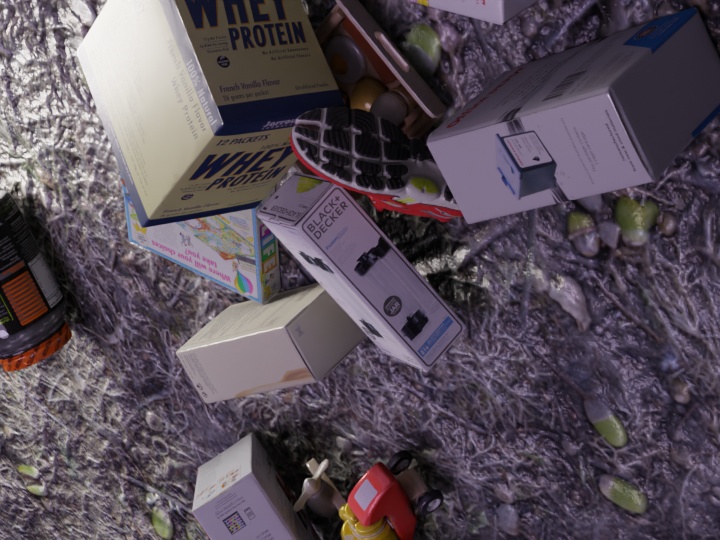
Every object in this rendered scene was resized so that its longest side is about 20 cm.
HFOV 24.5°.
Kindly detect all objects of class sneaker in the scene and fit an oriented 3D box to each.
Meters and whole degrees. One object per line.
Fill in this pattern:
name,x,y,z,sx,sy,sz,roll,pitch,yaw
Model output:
sneaker,0.020,-0.083,1.501,0.198,0.078,0.085,18,152,-22

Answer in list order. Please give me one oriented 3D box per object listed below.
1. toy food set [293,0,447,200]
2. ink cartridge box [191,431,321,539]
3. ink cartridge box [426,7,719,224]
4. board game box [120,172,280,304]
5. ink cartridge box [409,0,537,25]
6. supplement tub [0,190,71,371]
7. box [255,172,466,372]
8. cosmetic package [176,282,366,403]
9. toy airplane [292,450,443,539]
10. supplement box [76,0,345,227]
toy food set,-0.019,-0.153,1.558,0.144,0.060,0.200,50,140,2
ink cartridge box,-0.109,0.297,1.886,0.176,0.083,0.200,57,-179,-7
ink cartridge box,0.174,-0.122,1.329,0.199,0.146,0.086,-14,111,49
board game box,-0.175,-0.060,1.799,0.199,0.034,0.136,24,133,29
ink cartridge box,0.056,-0.300,1.356,0.199,0.084,0.146,20,132,32
supplement tub,-0.441,0.015,2.043,0.122,0.122,0.202,-7,114,46
box,0.000,0.000,1.585,0.200,0.060,0.116,47,169,-20
cosmetic package,-0.094,0.076,1.772,0.199,0.105,0.072,-14,111,50
toy airplane,0.008,0.302,1.812,0.200,0.140,0.201,-5,106,64
supplement box,-0.145,-0.180,1.554,0.200,0.133,0.202,-43,65,51
